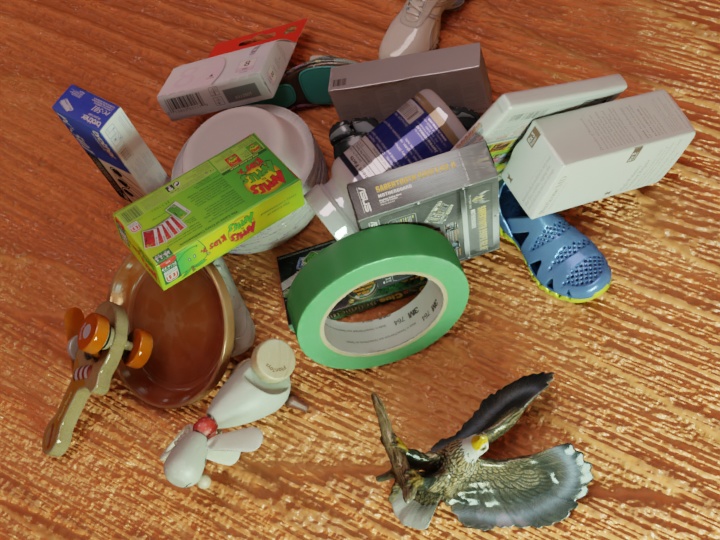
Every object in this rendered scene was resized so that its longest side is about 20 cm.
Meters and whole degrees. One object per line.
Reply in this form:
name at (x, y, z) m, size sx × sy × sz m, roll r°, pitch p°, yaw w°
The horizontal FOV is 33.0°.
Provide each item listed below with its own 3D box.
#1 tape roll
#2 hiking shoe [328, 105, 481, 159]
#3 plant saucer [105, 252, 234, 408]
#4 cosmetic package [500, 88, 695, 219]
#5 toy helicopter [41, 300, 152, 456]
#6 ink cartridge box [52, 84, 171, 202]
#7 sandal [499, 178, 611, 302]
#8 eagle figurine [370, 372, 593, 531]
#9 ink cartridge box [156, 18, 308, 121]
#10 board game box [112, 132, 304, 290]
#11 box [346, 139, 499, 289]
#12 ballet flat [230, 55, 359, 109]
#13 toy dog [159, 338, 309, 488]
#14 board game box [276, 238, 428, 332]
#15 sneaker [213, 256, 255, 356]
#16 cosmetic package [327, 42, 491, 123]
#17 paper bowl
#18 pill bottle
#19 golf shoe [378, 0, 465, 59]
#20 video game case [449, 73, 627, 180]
tape roll at (0.020, 0.033, 1.349) m, size 0.200 × 0.201 × 0.048 m, roll -23°, pitch 53°, yaw 3°
hiking shoe at (0.061, -0.155, 1.548) m, size 0.199 × 0.074 × 0.087 m, roll -9°, pitch 83°, yaw 10°
plant saucer at (-0.228, 0.064, 1.463) m, size 0.199 × 0.032 × 0.202 m, roll 1°, pitch 91°, yaw 34°
cosmetic package at (0.269, -0.133, 1.376) m, size 0.199 × 0.102 × 0.074 m, roll -18°, pitch 64°, yaw -27°
toy helicopter at (-0.339, 0.129, 1.472) m, size 0.132 × 0.079 × 0.201 m, roll 33°, pitch 98°, yaw 53°
ink cartridge box at (-0.312, -0.150, 1.577) m, size 0.094 × 0.200 × 0.044 m, roll 27°, pitch 70°, yaw 30°
sandal at (0.211, -0.042, 1.404) m, size 0.079 × 0.087 × 0.200 m, roll -38°, pitch 57°, yaw -9°
eagle figurine at (0.124, 0.196, 1.277) m, size 0.199 × 0.151 × 0.153 m, roll -6°, pitch 96°, yaw -20°
ink cartridge box at (-0.172, -0.291, 1.664) m, size 0.162 × 0.057 × 0.201 m, roll -10°, pitch 43°, yaw 24°
board game box at (-0.176, -0.072, 1.427) m, size 0.200 × 0.048 × 0.102 m, roll -33°, pitch 57°, yaw -19°
box at (0.075, -0.059, 1.362) m, size 0.158 × 0.200 × 0.049 m, roll -19°, pitch 67°, yaw 0°
ballet flat at (-0.083, -0.255, 1.656) m, size 0.199 × 0.069 × 0.071 m, roll -16°, pitch 36°, yaw 9°
toy dog at (-0.131, 0.175, 1.379) m, size 0.096 × 0.132 × 0.200 m, roll 41°, pitch 80°, yaw -5°
board game box at (0.000, 0.000, 1.486) m, size 0.199 × 0.023 × 0.105 m, roll -17°, pitch 54°, yaw 8°
sneaker at (-0.192, 0.020, 1.489) m, size 0.075 × 0.100 × 0.200 m, roll -25°, pitch 55°, yaw -10°
cosmetic package at (0.065, -0.236, 1.576) m, size 0.199 × 0.083 × 0.051 m, roll -7°, pitch 49°, yaw 14°
paper bowl at (-0.150, -0.130, 1.570) m, size 0.200 × 0.104 × 0.202 m, roll -9°, pitch 58°, yaw 14°
pill bottle at (0.037, -0.114, 1.456) m, size 0.200 × 0.116 × 0.116 m, roll -38°, pitch 54°, yaw 3°
golf shoe at (0.080, -0.360, 1.643) m, size 0.078 × 0.097 × 0.200 m, roll 25°, pitch 71°, yaw 28°
video game case at (0.182, -0.151, 1.378) m, size 0.199 × 0.182 × 0.023 m, roll -16°, pitch 70°, yaw -39°
